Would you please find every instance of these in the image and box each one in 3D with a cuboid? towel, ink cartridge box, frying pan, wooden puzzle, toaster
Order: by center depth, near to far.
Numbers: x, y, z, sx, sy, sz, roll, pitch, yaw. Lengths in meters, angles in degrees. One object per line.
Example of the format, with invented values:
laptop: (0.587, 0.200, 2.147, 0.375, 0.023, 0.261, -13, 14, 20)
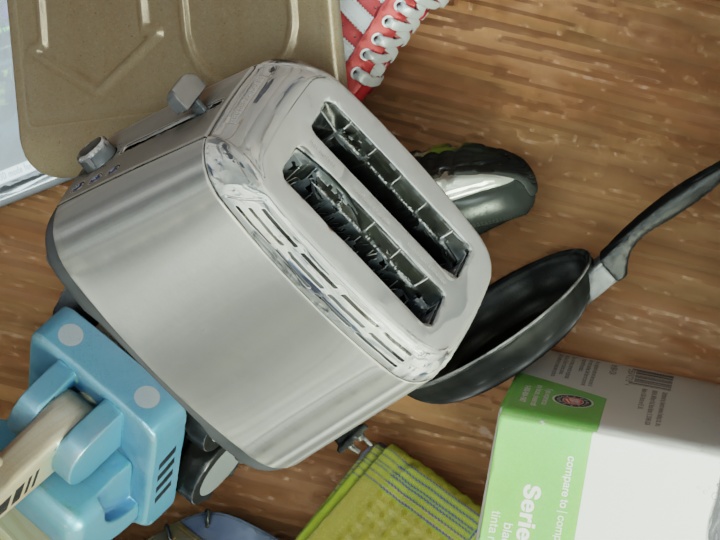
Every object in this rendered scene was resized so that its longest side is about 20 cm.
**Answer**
toaster: (-0.033, 0.001, 1.324, 0.200, 0.114, 0.129, 47, 133, -14)
ink cartridge box: (0.163, 0.105, 1.380, 0.200, 0.146, 0.084, 11, 101, 7)
wooden puzzle: (-0.086, -0.150, 1.387, 0.185, 0.046, 0.200, -5, 95, 32)
frying pan: (0.095, 0.007, 1.407, 0.190, 0.115, 0.031, -35, 101, -8)
towel: (0.038, 0.185, 1.412, 0.200, 0.023, 0.144, 36, 71, 17)

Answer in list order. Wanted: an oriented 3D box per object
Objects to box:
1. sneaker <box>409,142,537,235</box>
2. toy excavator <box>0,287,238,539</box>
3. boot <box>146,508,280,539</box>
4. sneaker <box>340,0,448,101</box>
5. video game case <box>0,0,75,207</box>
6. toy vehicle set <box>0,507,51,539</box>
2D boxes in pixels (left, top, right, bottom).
sneaker: (0.000, 0.000, 1.436, 0.200, 0.074, 0.085, -19, 101, 19)
toy excavator: (-0.144, 0.086, 1.366, 0.100, 0.195, 0.200, 38, 63, 14)
boot: (-0.100, 0.152, 1.481, 0.200, 0.075, 0.097, 34, 76, 13)
sneaker: (0.021, -0.127, 1.408, 0.112, 0.071, 0.200, 12, 97, 10)
video game case: (-0.190, -0.125, 1.465, 0.200, 0.023, 0.182, -21, 94, 11)
toy vehicle set: (-0.209, 0.146, 1.460, 0.200, 0.027, 0.124, 44, 126, 13)
